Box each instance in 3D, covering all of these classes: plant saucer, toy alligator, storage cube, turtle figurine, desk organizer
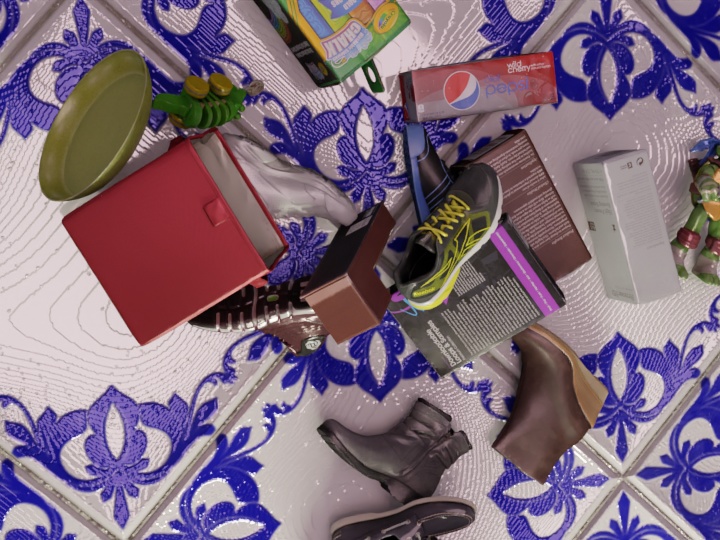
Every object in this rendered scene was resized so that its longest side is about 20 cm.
[{"bbox_3d":[-0.305,-0.165,1.437,0.031,0.200,0.201,32,87,-38],"label":"plant saucer"},{"bbox_3d":[-0.167,-0.199,1.476,0.054,0.199,0.059,47,124,18],"label":"toy alligator"},{"bbox_3d":[-0.211,-0.042,1.444,0.179,0.171,0.201,-30,97,9],"label":"storage cube"},{"bbox_3d":[0.501,-0.069,1.656,0.199,0.144,0.195,30,110,26],"label":"turtle figurine"},{"bbox_3d":[0.000,0.000,1.518,0.071,0.200,0.077,-27,108,27],"label":"desk organizer"}]

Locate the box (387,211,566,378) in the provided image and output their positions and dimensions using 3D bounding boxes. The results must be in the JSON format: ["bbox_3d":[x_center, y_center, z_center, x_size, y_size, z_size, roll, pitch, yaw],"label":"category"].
[{"bbox_3d":[0.146,0.035,1.597,0.199,0.036,0.143,-33,109,15],"label":"box"}]

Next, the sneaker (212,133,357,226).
[{"bbox_3d":[-0.102,-0.093,1.555,0.199,0.078,0.100,26,95,-6],"label":"sneaker"}]

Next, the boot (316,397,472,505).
[{"bbox_3d":[0.045,0.219,1.623,0.200,0.070,0.132,39,84,-26],"label":"boot"}]

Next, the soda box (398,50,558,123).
[{"bbox_3d":[0.154,-0.240,1.606,0.198,0.063,0.071,-10,98,-14],"label":"soda box"}]

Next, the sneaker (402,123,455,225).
[{"bbox_3d":[0.108,-0.100,1.601,0.077,0.070,0.202,-14,108,-3],"label":"sneaker"}]

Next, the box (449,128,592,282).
[{"bbox_3d":[0.214,-0.078,1.632,0.100,0.075,0.201,-31,100,-10],"label":"box"}]

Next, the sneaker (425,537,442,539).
[{"bbox_3d":[0.031,0.416,1.638,0.198,0.077,0.086,-19,111,-5],"label":"sneaker"}]

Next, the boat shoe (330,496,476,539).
[{"bbox_3d":[0.058,0.347,1.600,0.198,0.063,0.073,-14,136,10],"label":"boat shoe"}]

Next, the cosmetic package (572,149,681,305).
[{"bbox_3d":[0.359,-0.060,1.657,0.073,0.102,0.202,-17,98,-12],"label":"cosmetic package"}]

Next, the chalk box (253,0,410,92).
[{"bbox_3d":[-0.026,-0.310,1.523,0.124,0.125,0.200,-41,104,-7],"label":"chalk box"}]

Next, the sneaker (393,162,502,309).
[{"bbox_3d":[0.109,-0.044,1.518,0.074,0.085,0.201,28,92,27],"label":"sneaker"}]

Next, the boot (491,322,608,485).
[{"bbox_3d":[0.231,0.174,1.658,0.200,0.072,0.167,42,82,-18],"label":"boot"}]

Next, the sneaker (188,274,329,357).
[{"bbox_3d":[-0.118,0.074,1.563,0.198,0.076,0.116,-5,137,10],"label":"sneaker"}]
